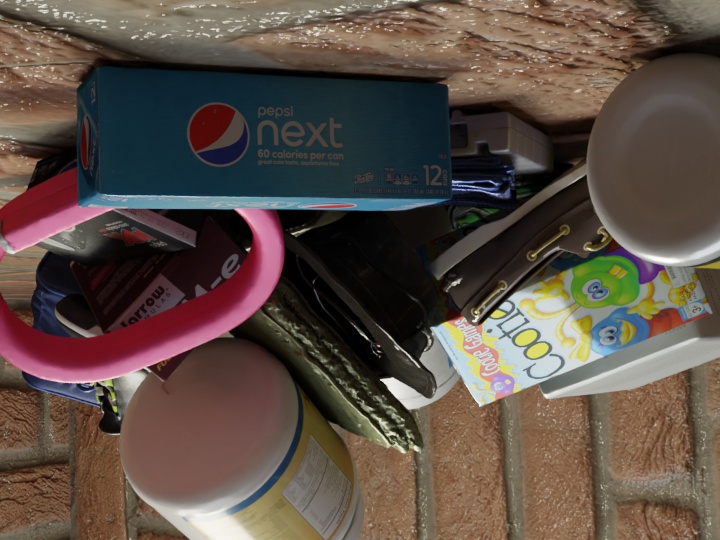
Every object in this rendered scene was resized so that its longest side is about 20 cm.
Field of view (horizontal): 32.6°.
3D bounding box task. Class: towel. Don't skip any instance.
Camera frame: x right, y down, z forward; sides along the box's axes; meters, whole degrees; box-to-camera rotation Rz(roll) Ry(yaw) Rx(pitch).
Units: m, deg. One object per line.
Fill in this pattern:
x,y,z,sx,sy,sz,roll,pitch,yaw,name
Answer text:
0.039,-0.054,0.871,0.144,0.024,0.200,-1,177,9,towel
-0.043,0.067,0.961,0.200,0.037,0.148,46,162,-24,towel

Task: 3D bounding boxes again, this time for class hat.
0.000,0.000,0.894,0.200,0.081,0.201,40,170,8,hat

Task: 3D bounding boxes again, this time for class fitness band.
-0.145,-0.001,0.768,0.200,0.144,0.037,-22,-141,3,fitness band

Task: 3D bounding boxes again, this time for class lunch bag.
-0.222,0.040,1.119,0.135,0.133,0.200,17,-147,0,lunch bag

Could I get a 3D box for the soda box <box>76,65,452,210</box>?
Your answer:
-0.052,-0.070,0.678,0.199,0.068,0.064,-1,177,-23,soda box

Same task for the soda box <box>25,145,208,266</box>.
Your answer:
-0.177,-0.049,0.864,0.071,0.064,0.200,25,163,-29,soda box

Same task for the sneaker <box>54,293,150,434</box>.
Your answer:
-0.187,0.098,1.001,0.072,0.083,0.200,36,172,48,sneaker

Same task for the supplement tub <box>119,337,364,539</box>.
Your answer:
-0.087,0.160,0.983,0.144,0.145,0.200,-3,146,21,supplement tub

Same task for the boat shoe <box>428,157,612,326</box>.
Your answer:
0.143,-0.032,0.878,0.200,0.060,0.072,-34,174,20,boat shoe

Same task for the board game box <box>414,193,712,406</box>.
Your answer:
0.158,0.006,0.982,0.200,0.105,0.103,-24,127,13,board game box

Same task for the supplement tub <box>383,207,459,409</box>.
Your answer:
0.029,0.024,1.146,0.132,0.132,0.200,-2,141,10,supplement tub

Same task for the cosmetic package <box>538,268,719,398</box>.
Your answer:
0.261,0.015,1.171,0.166,0.168,0.200,-27,162,33,cosmetic package

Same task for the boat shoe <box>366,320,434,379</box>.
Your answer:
-0.017,0.069,1.062,0.200,0.060,0.074,-10,132,41,boat shoe

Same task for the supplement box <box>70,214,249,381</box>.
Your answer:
-0.151,-0.003,0.924,0.061,0.109,0.200,43,178,-23,supplement box

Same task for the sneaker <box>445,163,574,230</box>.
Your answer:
0.115,-0.044,1.105,0.078,0.085,0.200,0,177,-28,sneaker

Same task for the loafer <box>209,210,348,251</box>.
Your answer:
-0.081,-0.044,1.065,0.200,0.076,0.068,-6,169,44,loafer

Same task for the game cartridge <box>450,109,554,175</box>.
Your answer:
0.024,-0.081,0.855,0.199,0.039,0.130,-3,-179,22,game cartridge

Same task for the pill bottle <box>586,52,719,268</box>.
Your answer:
0.228,-0.056,0.696,0.200,0.112,0.112,2,175,-43,pill bottle
